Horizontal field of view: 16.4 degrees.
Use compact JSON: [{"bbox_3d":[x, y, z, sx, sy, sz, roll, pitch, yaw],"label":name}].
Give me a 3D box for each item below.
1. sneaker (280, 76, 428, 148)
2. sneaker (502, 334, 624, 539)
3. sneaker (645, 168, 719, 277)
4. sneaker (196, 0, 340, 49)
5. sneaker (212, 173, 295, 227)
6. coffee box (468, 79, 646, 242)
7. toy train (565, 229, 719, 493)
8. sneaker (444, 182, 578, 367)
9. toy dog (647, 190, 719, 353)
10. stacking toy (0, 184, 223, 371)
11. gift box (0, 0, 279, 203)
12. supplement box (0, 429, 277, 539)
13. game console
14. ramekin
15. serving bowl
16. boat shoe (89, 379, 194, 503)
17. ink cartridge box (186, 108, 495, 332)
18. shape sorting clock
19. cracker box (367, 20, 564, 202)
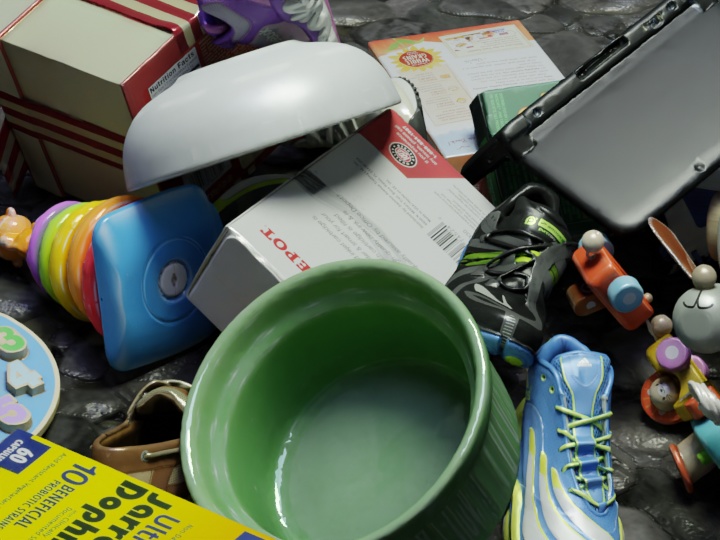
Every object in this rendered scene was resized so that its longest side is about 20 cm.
[{"bbox_3d":[-0.020,-0.114,1.937,0.093,0.071,0.200,-19,22,-19],"label":"sneaker"},{"bbox_3d":[0.125,0.113,1.560,0.075,0.106,0.200,0,32,-5],"label":"sneaker"},{"bbox_3d":[0.269,-0.032,1.823,0.199,0.081,0.116,30,79,0],"label":"sneaker"},{"bbox_3d":[-0.068,-0.185,1.773,0.088,0.200,0.081,-22,71,6],"label":"sneaker"},{"bbox_3d":[-0.032,-0.030,1.818,0.199,0.074,0.081,-20,41,-26],"label":"sneaker"},{"bbox_3d":[0.191,-0.086,1.873,0.199,0.044,0.124,-10,78,-14],"label":"coffee box"},{"bbox_3d":[0.192,0.068,1.626,0.056,0.150,0.200,-37,40,8],"label":"toy train"},{"bbox_3d":[0.097,-0.002,1.618,0.071,0.083,0.200,27,26,-4],"label":"sneaker"},{"bbox_3d":[0.256,-0.027,1.638,0.131,0.097,0.200,-8,20,8],"label":"toy dog"},{"bbox_3d":[-0.196,-0.009,1.774,0.199,0.117,0.109,13,26,43],"label":"stacking toy"},{"bbox_3d":[-0.173,-0.137,1.878,0.186,0.201,0.184,23,51,34],"label":"gift box"},{"bbox_3d":[-0.151,0.191,1.430,0.199,0.110,0.109,20,37,26],"label":"supplement box"},{"bbox_3d":[0.194,-0.101,1.764,0.200,0.176,0.117,-38,88,-19],"label":"game console"},{"bbox_3d":[0.000,0.103,1.513,0.199,0.098,0.201,-13,55,19],"label":"ramekin"},{"bbox_3d":[-0.076,-0.115,1.719,0.199,0.066,0.200,-19,4,1],"label":"serving bowl"},{"bbox_3d":[-0.112,0.107,1.569,0.075,0.074,0.200,3,18,19],"label":"boat shoe"},{"bbox_3d":[0.000,0.000,1.707,0.147,0.083,0.200,45,45,8],"label":"ink cartridge box"},{"bbox_3d":[-0.301,0.078,1.671,0.199,0.039,0.200,0,33,0],"label":"shape sorting clock"},{"bbox_3d":[0.097,-0.123,1.977,0.133,0.058,0.200,-9,33,-14],"label":"cracker box"}]
